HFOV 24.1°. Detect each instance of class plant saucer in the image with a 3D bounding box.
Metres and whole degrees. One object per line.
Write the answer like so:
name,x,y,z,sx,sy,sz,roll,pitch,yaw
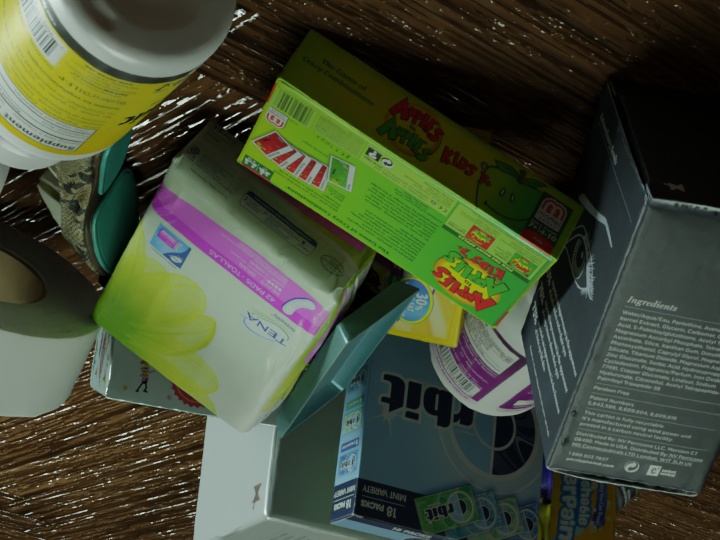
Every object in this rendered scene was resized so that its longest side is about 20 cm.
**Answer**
plant saucer,-0.015,0.065,1.213,0.019,0.070,0.200,49,152,10

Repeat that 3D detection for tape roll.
tape roll,-0.295,0.025,1.253,0.201,0.071,0.203,25,-162,-8

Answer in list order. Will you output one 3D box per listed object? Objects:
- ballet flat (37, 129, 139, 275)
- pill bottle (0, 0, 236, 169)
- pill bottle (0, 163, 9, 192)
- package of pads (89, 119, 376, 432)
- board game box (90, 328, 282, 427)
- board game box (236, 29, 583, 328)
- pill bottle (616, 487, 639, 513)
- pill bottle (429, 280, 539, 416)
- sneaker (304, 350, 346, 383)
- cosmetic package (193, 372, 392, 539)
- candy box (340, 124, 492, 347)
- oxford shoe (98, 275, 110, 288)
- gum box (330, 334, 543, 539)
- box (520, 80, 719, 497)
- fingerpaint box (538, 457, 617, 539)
ballet flat,-0.195,-0.068,1.184,0.075,0.068,0.200,27,154,8
pill bottle,-0.160,-0.129,0.957,0.111,0.112,0.200,19,155,-26
pill bottle,-0.331,-0.097,1.074,0.199,0.114,0.113,21,153,-30
package of pads,-0.090,0.011,1.190,0.154,0.068,0.200,38,137,1
board game box,-0.151,0.087,1.442,0.146,0.065,0.200,11,175,-12
board game box,0.029,-0.054,1.052,0.199,0.048,0.102,33,148,-2
pill bottle,0.163,0.211,1.521,0.106,0.200,0.106,44,161,19
pill bottle,0.131,0.028,1.238,0.111,0.113,0.200,12,156,-13
sneaker,0.000,0.000,1.275,0.074,0.080,0.200,28,138,-4
cosmetic package,-0.029,0.190,1.588,0.199,0.168,0.167,17,154,-25
candy box,0.030,-0.027,1.158,0.101,0.027,0.201,10,138,5
oxford shoe,-0.143,-0.001,1.302,0.072,0.072,0.200,23,153,-24
gum box,0.069,0.122,1.357,0.169,0.202,0.044,17,155,-25
box,0.180,0.010,1.032,0.103,0.148,0.201,11,123,-9
fingerpaint box,0.137,0.166,1.441,0.165,0.202,0.073,4,157,8
